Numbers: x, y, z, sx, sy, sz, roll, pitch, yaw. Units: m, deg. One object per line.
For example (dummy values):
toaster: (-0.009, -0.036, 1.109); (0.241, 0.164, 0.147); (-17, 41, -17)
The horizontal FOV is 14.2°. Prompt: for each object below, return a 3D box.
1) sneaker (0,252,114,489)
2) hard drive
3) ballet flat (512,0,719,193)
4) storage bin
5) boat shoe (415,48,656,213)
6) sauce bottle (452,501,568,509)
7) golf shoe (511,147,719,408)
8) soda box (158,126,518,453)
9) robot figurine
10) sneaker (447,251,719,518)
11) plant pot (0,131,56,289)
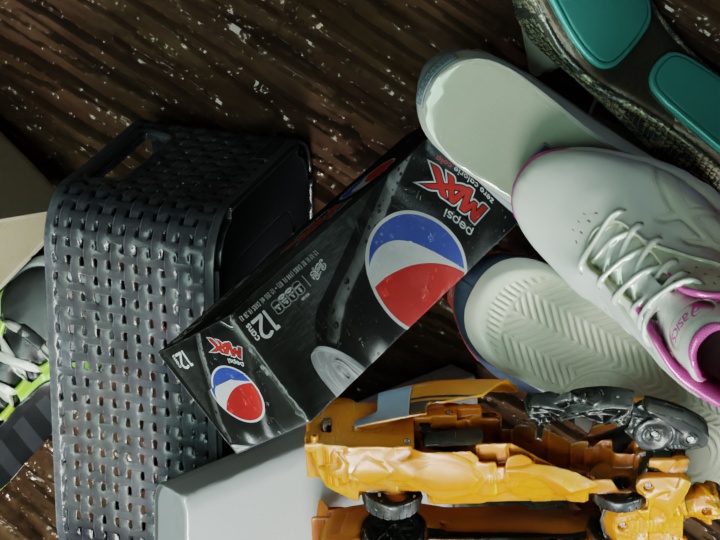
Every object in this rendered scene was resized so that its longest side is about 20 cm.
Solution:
sneaker: (-0.197, 0.079, 1.546); (0.072, 0.083, 0.200); (35, 119, 2)
hard drive: (-0.020, 0.137, 1.446); (0.026, 0.199, 0.133); (24, 122, 41)
ballet flat: (0.125, -0.094, 1.372); (0.200, 0.068, 0.075); (46, 144, -4)
storage bin: (-0.088, 0.038, 1.457); (0.093, 0.135, 0.201); (9, 115, 18)
boat shoe: (0.108, -0.041, 1.370); (0.200, 0.072, 0.070); (38, 101, -15)
sauce bottle: (0.066, 0.211, 1.499); (0.064, 0.065, 0.201); (11, 103, 16)
golf shoe: (0.142, 0.007, 1.268); (0.200, 0.091, 0.076); (35, 106, 22)
soda box: (0.000, 0.000, 1.370); (0.063, 0.200, 0.071); (53, 143, -8)
robot figurine: (0.074, 0.104, 1.369); (0.199, 0.058, 0.146); (-1, 128, 1)
sneaker: (0.125, 0.050, 1.431); (0.200, 0.084, 0.075); (38, 89, -22)
plant pot: (-0.308, -0.033, 1.480); (0.200, 0.199, 0.178); (-42, 74, 29)
